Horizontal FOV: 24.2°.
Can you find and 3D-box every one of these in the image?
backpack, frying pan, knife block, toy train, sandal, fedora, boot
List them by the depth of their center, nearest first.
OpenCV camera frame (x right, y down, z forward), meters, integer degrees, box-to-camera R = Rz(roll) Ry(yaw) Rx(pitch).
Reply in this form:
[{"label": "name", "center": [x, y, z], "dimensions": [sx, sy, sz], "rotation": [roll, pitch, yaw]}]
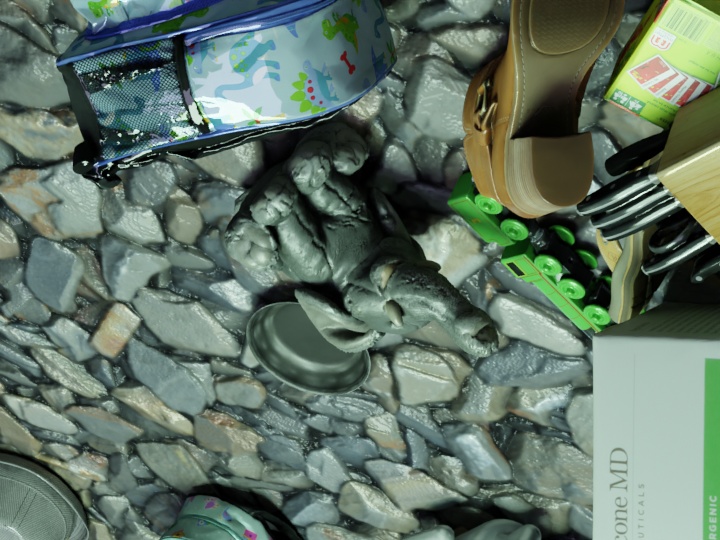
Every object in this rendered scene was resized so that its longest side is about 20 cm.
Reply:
[{"label": "knife block", "center": [0.220, -0.075, 1.010], "dimensions": [0.174, 0.064, 0.201], "rotation": [12, 140, 15]}, {"label": "backpack", "center": [-0.086, -0.161, 1.109], "dimensions": [0.198, 0.183, 0.148], "rotation": [-7, 113, 19]}, {"label": "boot", "center": [0.115, -0.137, 1.112], "dimensions": [0.076, 0.203, 0.155], "rotation": [-4, -175, -12]}, {"label": "sandal", "center": [0.199, -0.034, 1.206], "dimensions": [0.054, 0.080, 0.201], "rotation": [35, 149, 21]}, {"label": "toy train", "center": [0.143, -0.006, 1.283], "dimensions": [0.200, 0.042, 0.056], "rotation": [44, 147, -24]}, {"label": "frying pan", "center": [-0.038, 0.039, 1.429], "dimensions": [0.114, 0.031, 0.191], "rotation": [18, 137, 6]}, {"label": "backpack", "center": [-0.131, 0.325, 1.725], "dimensions": [0.165, 0.127, 0.201], "rotation": [3, 134, 28]}, {"label": "fedora", "center": [-0.393, 0.285, 1.834], "dimensions": [0.176, 0.091, 0.199], "rotation": [38, 139, -17]}]

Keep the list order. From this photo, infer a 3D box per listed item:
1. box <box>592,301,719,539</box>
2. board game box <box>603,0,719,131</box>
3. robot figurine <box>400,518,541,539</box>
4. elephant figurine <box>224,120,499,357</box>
[{"label": "box", "center": [0.269, 0.132, 1.193], "dimensions": [0.170, 0.200, 0.202], "rotation": [2, 95, 25]}, {"label": "board game box", "center": [0.264, -0.107, 1.040], "dimensions": [0.199, 0.048, 0.102], "rotation": [27, 142, -2]}, {"label": "robot figurine", "center": [0.110, 0.307, 1.595], "dimensions": [0.170, 0.113, 0.200], "rotation": [47, 137, -6]}, {"label": "elephant figurine", "center": [0.000, 0.000, 1.276], "dimensions": [0.200, 0.155, 0.141], "rotation": [42, 116, -10]}]
